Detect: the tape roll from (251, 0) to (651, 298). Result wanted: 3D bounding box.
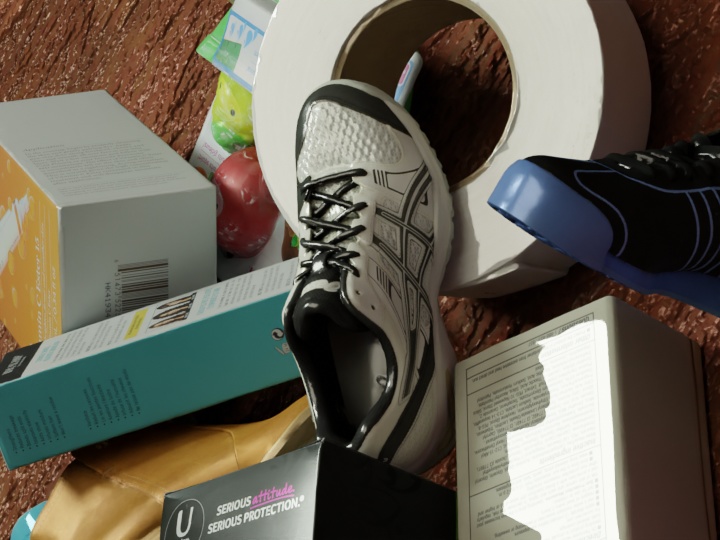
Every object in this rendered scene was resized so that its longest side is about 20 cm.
[{"bbox_3d":[0.046,-0.085,1.107,0.202,0.071,0.203,-2,86,27],"label":"tape roll"}]

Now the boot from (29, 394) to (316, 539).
[{"bbox_3d":[-0.078,0.097,1.155,0.201,0.071,0.144,-44,40,-21],"label":"boot"}]

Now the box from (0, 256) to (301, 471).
[{"bbox_3d":[-0.100,0.047,1.169,0.199,0.049,0.082,-18,11,5],"label":"box"}]

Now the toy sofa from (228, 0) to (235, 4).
[{"bbox_3d":[-0.025,-0.241,1.313,0.200,0.083,0.098,-40,25,27],"label":"toy sofa"}]

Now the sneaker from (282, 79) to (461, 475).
[{"bbox_3d":[0.000,0.000,1.038,0.075,0.088,0.201,-18,78,28],"label":"sneaker"}]

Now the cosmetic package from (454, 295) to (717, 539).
[{"bbox_3d":[0.103,0.125,0.983,0.103,0.073,0.201,-26,52,38],"label":"cosmetic package"}]

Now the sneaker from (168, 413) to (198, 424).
[{"bbox_3d":[-0.126,0.136,1.248,0.080,0.070,0.201,-50,40,22],"label":"sneaker"}]

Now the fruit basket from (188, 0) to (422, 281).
[{"bbox_3d":[-0.055,-0.067,1.262,0.185,0.094,0.200,40,105,51],"label":"fruit basket"}]

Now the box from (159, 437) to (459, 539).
[{"bbox_3d":[-0.011,0.204,1.010,0.124,0.148,0.201,-22,55,43],"label":"box"}]

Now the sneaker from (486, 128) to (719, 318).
[{"bbox_3d":[0.136,-0.029,0.926,0.070,0.200,0.078,34,101,43],"label":"sneaker"}]

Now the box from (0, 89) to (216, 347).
[{"bbox_3d":[-0.166,-0.019,1.304,0.200,0.097,0.125,-140,47,-58],"label":"box"}]

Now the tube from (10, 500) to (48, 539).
[{"bbox_3d":[-0.150,0.218,1.254,0.078,0.050,0.200,-57,43,21],"label":"tube"}]
